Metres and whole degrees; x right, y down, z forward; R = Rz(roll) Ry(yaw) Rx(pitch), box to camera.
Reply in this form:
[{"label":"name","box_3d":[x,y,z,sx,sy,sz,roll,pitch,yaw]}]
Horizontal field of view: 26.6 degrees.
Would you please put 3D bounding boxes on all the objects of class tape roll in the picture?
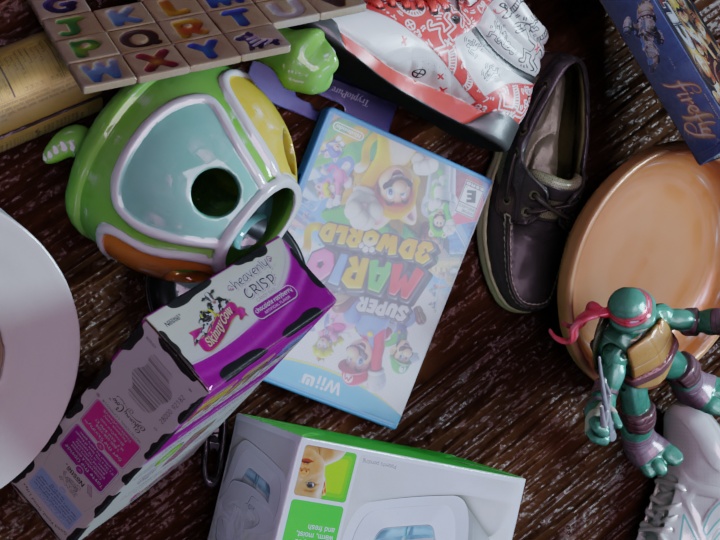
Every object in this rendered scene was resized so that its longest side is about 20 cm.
[{"label":"tape roll","box_3d":[-0.286,0.035,0.920,0.202,0.139,0.203,-9,108,-27]}]

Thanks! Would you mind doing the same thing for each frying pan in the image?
[{"label":"frying pan","box_3d":[-0.110,0.044,1.064,0.115,0.031,0.190,27,85,-5]}]

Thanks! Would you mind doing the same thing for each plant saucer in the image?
[{"label":"plant saucer","box_3d":[0.223,-0.005,1.171,0.200,0.037,0.201,-15,118,-31]}]

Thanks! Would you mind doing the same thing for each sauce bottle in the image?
[{"label":"sauce bottle","box_3d":[-0.192,-0.132,1.011,0.200,0.065,0.065,-25,102,-20]}]

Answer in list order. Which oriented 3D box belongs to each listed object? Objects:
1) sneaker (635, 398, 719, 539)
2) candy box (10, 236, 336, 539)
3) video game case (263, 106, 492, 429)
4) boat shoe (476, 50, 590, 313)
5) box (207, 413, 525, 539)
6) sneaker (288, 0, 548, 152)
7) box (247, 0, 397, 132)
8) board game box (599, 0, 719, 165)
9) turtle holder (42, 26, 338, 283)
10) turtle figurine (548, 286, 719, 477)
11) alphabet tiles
[{"label":"sneaker","box_3d":[0.258,0.202,1.207,0.080,0.070,0.201,-9,97,-18]},{"label":"candy box","box_3d":[-0.119,0.077,0.957,0.061,0.200,0.136,48,39,6]},{"label":"video game case","box_3d":[0.000,0.000,1.113,0.143,0.018,0.200,22,88,-22]},{"label":"boat shoe","box_3d":[0.135,-0.066,1.143,0.072,0.066,0.201,4,92,-24]},{"label":"box","box_3d":[-0.005,0.208,1.074,0.200,0.097,0.177,16,86,-33]},{"label":"sneaker","box_3d":[0.042,-0.173,1.068,0.201,0.067,0.108,26,83,-25]},{"label":"box","box_3d":[0.002,-0.203,1.102,0.121,0.032,0.200,19,87,-22]},{"label":"board game box","box_3d":[0.224,-0.175,1.113,0.035,0.135,0.200,-32,84,25]},{"label":"turtle holder","box_3d":[-0.098,-0.074,0.997,0.132,0.141,0.185,37,61,21]},{"label":"turtle figurine","box_3d":[0.215,0.067,1.106,0.150,0.101,0.200,-32,144,-1]},{"label":"alphabet tiles","box_3d":[-0.106,-0.173,0.993,0.200,0.167,0.008,-15,127,-19]}]
